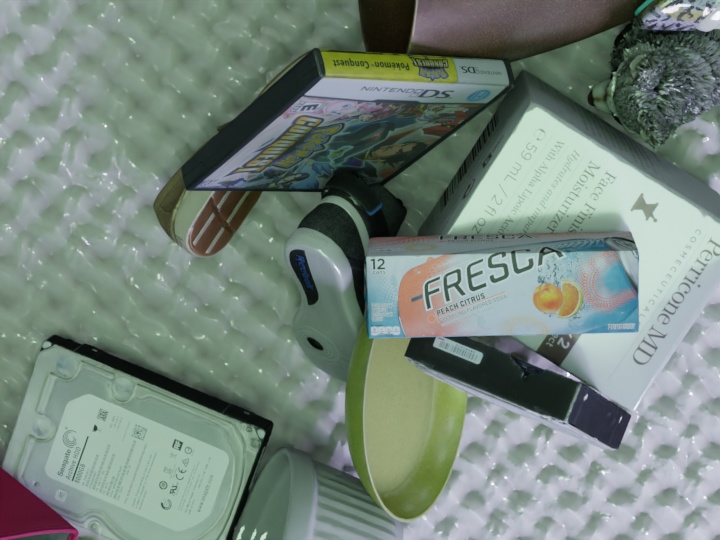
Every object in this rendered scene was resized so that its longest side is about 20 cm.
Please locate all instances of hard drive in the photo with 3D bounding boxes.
[{"bbox_3d":[0.125,0.092,1.630,0.139,0.200,0.038,22,87,20],"label":"hard drive"},{"bbox_3d":[-0.187,0.153,1.723,0.199,0.038,0.140,23,102,6],"label":"hard drive"}]

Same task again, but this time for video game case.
[{"bbox_3d":[-0.011,-0.108,1.583,0.180,0.200,0.026,-1,68,-36],"label":"video game case"}]

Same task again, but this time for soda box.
[{"bbox_3d":[0.102,0.010,1.526,0.199,0.068,0.064,-2,103,3],"label":"soda box"}]

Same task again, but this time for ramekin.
[{"bbox_3d":[-0.042,0.251,1.690,0.105,0.200,0.201,18,102,-13],"label":"ramekin"}]

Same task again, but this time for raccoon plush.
[{"bbox_3d":[0.271,-0.165,1.620,0.199,0.134,0.097,-28,101,7],"label":"raccoon plush"}]

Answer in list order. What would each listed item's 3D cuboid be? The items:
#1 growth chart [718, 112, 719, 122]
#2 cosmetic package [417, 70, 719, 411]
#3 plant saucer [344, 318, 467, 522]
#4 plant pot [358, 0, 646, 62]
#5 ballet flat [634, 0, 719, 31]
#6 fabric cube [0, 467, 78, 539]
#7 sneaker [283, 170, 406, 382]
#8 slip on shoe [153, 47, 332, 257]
[{"bbox_3d":[0.387,-0.105,1.694,0.199,0.018,0.145,-17,101,4],"label":"growth chart"},{"bbox_3d":[0.169,-0.026,1.637,0.199,0.165,0.165,31,103,-6],"label":"cosmetic package"},{"bbox_3d":[0.034,0.098,1.663,0.031,0.200,0.201,4,104,27],"label":"plant saucer"},{"bbox_3d":[0.114,-0.236,1.602,0.199,0.187,0.188,-2,103,-14],"label":"plant pot"},{"bbox_3d":[0.301,-0.224,1.606,0.200,0.072,0.072,-36,101,-21],"label":"ballet flat"},{"bbox_3d":[-0.383,0.234,1.654,0.199,0.196,0.201,35,103,23],"label":"fabric cube"},{"bbox_3d":[0.000,0.000,1.673,0.073,0.200,0.112,26,62,19],"label":"sneaker"},{"bbox_3d":[-0.088,-0.103,1.679,0.061,0.076,0.200,38,92,38],"label":"slip on shoe"}]
